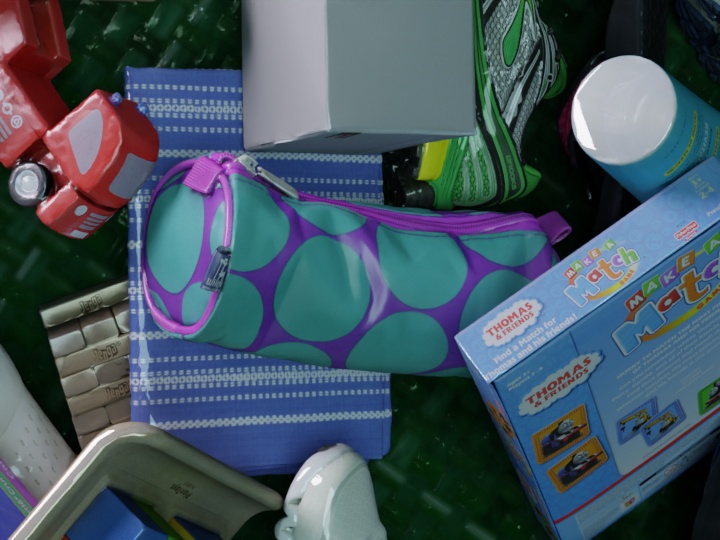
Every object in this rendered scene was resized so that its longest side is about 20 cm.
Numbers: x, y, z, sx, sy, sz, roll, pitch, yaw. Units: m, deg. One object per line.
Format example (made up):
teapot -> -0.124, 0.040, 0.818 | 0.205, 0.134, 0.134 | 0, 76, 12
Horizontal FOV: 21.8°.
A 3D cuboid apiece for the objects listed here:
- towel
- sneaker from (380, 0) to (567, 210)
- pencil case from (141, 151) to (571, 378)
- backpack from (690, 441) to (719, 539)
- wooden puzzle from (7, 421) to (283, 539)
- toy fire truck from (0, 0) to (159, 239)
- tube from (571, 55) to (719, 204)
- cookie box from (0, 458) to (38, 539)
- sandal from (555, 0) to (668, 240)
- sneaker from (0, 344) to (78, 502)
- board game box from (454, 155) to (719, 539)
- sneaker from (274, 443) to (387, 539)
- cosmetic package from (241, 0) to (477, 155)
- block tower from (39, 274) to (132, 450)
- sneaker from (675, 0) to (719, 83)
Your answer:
towel -> -0.051, 0.002, 0.930 | 0.143, 0.024, 0.203 | -1, 90, -30
sneaker -> 0.063, -0.130, 0.945 | 0.084, 0.078, 0.202 | 2, 106, -18
pencil case -> 0.000, 0.000, 0.896 | 0.198, 0.085, 0.093 | 8, 115, -30
backpack -> 0.263, 0.157, 0.961 | 0.153, 0.199, 0.193 | -14, 103, -42
wooden puzzle -> -0.125, 0.163, 0.835 | 0.200, 0.185, 0.046 | -45, 68, -1
toy fire truck -> -0.141, -0.133, 0.878 | 0.141, 0.049, 0.201 | -40, 75, 13
tube -> 0.160, -0.054, 0.927 | 0.050, 0.200, 0.078 | 32, 95, 27
cookie box -> -0.261, 0.137, 0.863 | 0.200, 0.075, 0.171 | -44, 84, 12
sandal -> 0.126, -0.093, 0.945 | 0.045, 0.075, 0.202 | 12, 122, 18
sneaker -> -0.184, 0.086, 0.930 | 0.080, 0.073, 0.202 | -18, 93, -47
board game box -> 0.137, 0.050, 0.933 | 0.151, 0.037, 0.201 | -34, 146, -5
sneaker -> 0.005, 0.183, 0.927 | 0.080, 0.075, 0.202 | 5, 108, 33
cosmetic package -> -0.004, -0.157, 0.884 | 0.089, 0.107, 0.203 | -4, 92, -26
block tower -> -0.107, 0.107, 0.945 | 0.053, 0.058, 0.202 | -19, 99, -9
sneaker -> 0.202, -0.158, 0.962 | 0.085, 0.077, 0.201 | -40, 103, -8
